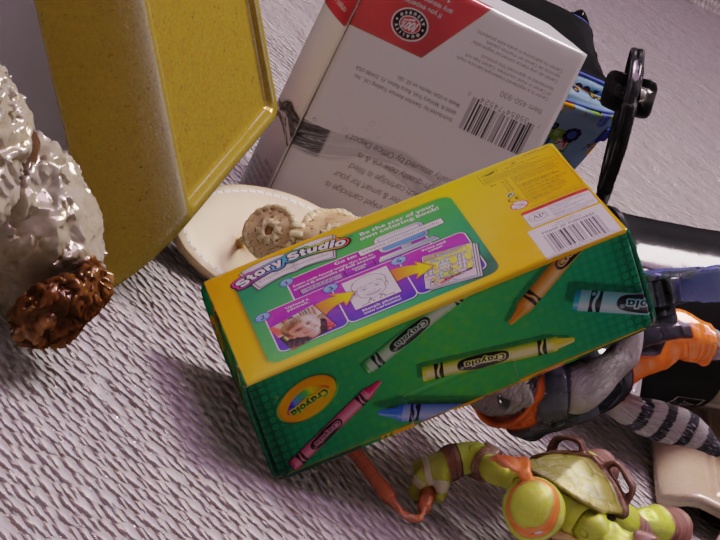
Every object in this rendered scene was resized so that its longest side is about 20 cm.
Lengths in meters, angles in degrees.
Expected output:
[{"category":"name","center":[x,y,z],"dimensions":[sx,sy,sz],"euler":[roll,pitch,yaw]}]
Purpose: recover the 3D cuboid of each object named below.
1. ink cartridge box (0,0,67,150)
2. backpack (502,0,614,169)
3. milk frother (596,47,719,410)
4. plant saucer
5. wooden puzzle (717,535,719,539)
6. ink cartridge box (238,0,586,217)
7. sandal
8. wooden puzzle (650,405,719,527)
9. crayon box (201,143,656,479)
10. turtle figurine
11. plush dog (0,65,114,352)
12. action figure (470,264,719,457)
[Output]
[{"category":"ink cartridge box","center":[-0.149,-0.138,1.278],"dimensions":[0.083,0.147,0.200],"euler":[2,5,21]},{"category":"backpack","center":[0.054,-0.096,1.534],"dimensions":[0.182,0.200,0.135],"euler":[20,36,-34]},{"category":"milk frother","center":[0.228,-0.018,1.409],"dimensions":[0.186,0.202,0.181],"euler":[8,18,-15]},{"category":"plant saucer","center":[-0.099,-0.121,1.220],"dimensions":[0.048,0.202,0.200],"euler":[0,27,20]},{"category":"wooden puzzle","center":[0.296,0.171,1.262],"dimensions":[0.184,0.037,0.200],"euler":[31,34,12]},{"category":"ink cartridge box","center":[0.022,-0.079,1.374],"dimensions":[0.146,0.201,0.083],"euler":[23,13,-18]},{"category":"sandal","center":[0.001,-0.005,1.292],"dimensions":[0.211,0.070,0.078],"euler":[27,56,-14]},{"category":"wooden puzzle","center":[0.270,0.143,1.396],"dimensions":[0.199,0.037,0.185],"euler":[23,20,-3]},{"category":"crayon box","center":[0.030,0.016,1.116],"dimensions":[0.119,0.199,0.059],"euler":[-120,-171,-63]},{"category":"turtle figurine","center":[0.098,0.113,1.133],"dimensions":[0.199,0.065,0.161],"euler":[21,4,25]},{"category":"plush dog","center":[-0.187,-0.046,1.052],"dimensions":[0.172,0.160,0.200],"euler":[46,1,-38]},{"category":"action figure","center":[0.136,0.050,1.197],"dimensions":[0.192,0.106,0.199],"euler":[-1,-4,-39]}]
